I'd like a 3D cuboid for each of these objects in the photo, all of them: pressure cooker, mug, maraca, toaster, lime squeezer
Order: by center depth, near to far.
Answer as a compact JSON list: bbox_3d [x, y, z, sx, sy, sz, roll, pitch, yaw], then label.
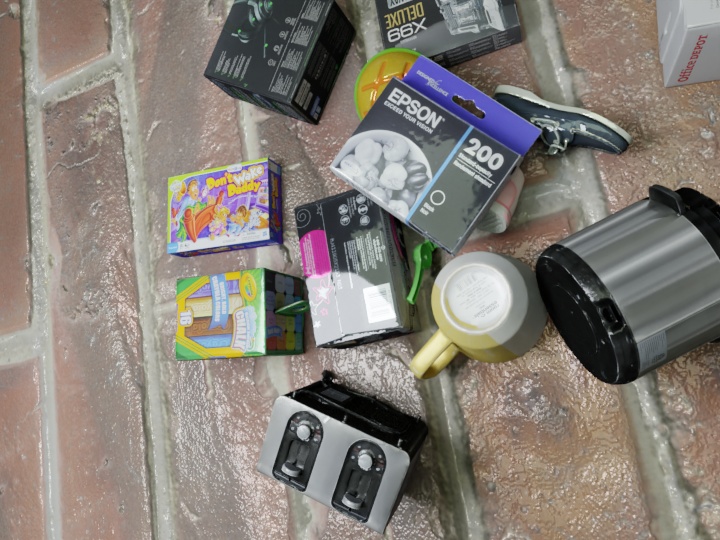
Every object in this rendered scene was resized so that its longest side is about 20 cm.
[{"bbox_3d":[0.324,0.015,0.616,0.199,0.176,0.180,-27,73,0],"label":"pressure cooker"},{"bbox_3d":[0.153,0.059,0.692,0.148,0.153,0.188,11,86,21],"label":"mug"},{"bbox_3d":[-0.016,0.228,0.722,0.180,0.200,0.120,21,92,15],"label":"toaster"},{"bbox_3d":[0.115,-0.035,0.767,0.200,0.071,0.038,-42,107,-18],"label":"lime squeezer"},{"bbox_3d":[0.078,-0.226,0.794,0.200,0.107,0.137,45,118,-3],"label":"maraca"}]

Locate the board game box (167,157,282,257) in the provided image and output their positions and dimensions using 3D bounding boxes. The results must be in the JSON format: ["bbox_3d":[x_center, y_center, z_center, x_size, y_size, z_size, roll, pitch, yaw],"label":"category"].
[{"bbox_3d":[-0.230,-0.102,0.922,0.198,0.045,0.136,-7,79,20],"label":"board game box"}]

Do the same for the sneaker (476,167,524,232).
[{"bbox_3d":[0.133,-0.131,0.771,0.199,0.075,0.105,23,71,26],"label":"sneaker"}]

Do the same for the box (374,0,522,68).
[{"bbox_3d":[0.127,-0.391,0.826,0.198,0.050,0.159,-12,78,19],"label":"box"}]

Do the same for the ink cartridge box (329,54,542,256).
[{"bbox_3d":[0.096,-0.155,0.701,0.197,0.043,0.201,35,90,12],"label":"ink cartridge box"}]

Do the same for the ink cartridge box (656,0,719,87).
[{"bbox_3d":[0.465,-0.324,0.634,0.198,0.147,0.148,-3,81,20],"label":"ink cartridge box"}]

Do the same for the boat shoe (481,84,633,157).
[{"bbox_3d":[0.255,-0.189,0.733,0.199,0.075,0.062,30,91,24],"label":"boat shoe"}]

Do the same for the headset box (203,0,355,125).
[{"bbox_3d":[-0.138,-0.358,0.900,0.199,0.093,0.175,23,91,23],"label":"headset box"}]

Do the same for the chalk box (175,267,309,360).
[{"bbox_3d":[-0.160,0.070,0.827,0.198,0.125,0.125,-6,80,21],"label":"chalk box"}]

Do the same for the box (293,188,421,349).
[{"bbox_3d":[0.000,0.000,0.781,0.131,0.115,0.202,-14,78,17],"label":"box"}]
